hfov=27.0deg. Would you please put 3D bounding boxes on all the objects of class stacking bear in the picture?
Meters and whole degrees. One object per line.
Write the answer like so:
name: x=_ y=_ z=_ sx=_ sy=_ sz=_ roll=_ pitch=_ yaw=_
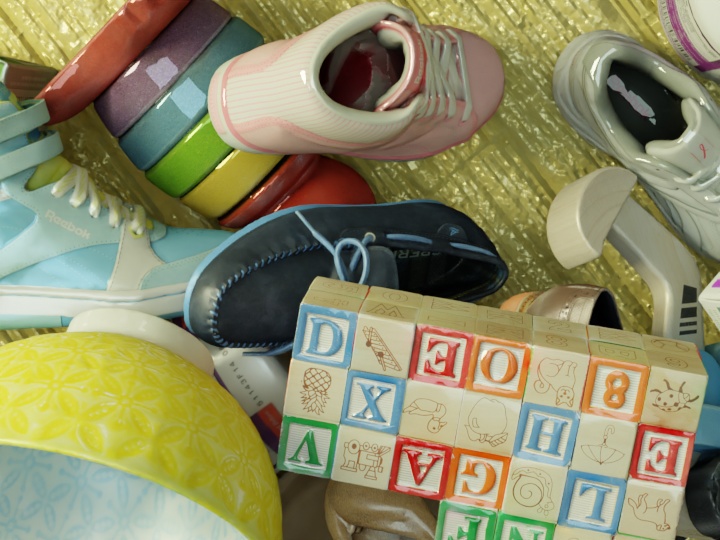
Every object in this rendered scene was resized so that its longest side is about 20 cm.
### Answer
stacking bear: x=-0.071 y=-0.073 z=0.865 sx=0.121 sy=0.114 sz=0.200 roll=-39 pitch=104 yaw=27

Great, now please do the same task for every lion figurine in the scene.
lion figurine: x=0.030 y=0.100 z=0.834 sx=0.122 sy=0.200 sz=0.073 roll=34 pitch=137 yaw=5

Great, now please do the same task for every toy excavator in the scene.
toy excavator: x=0.190 y=0.057 z=0.861 sx=0.192 sy=0.100 sz=0.202 roll=13 pitch=72 yaw=-22

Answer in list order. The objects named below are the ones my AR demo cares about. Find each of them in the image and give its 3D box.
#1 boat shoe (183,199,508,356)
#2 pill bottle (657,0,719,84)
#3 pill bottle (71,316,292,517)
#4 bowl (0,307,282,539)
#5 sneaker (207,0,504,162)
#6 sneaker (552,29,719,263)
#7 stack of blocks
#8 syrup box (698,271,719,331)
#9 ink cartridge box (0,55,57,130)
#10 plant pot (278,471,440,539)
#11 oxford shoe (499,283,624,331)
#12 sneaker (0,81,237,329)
boat shoe: x=0.000 y=0.000 z=0.814 sx=0.199 sy=0.068 sz=0.085 roll=-20 pitch=129 yaw=-33
pill bottle: x=0.222 y=-0.155 z=0.789 sx=0.111 sy=0.200 sz=0.114 roll=0 pitch=95 yaw=4
pill bottle: x=-0.122 y=0.102 z=0.881 sx=0.199 sy=0.111 sz=0.112 roll=-35 pitch=92 yaw=6
bowl: x=-0.124 y=0.085 z=0.754 sx=0.198 sy=0.201 sz=0.109 roll=13 pitch=59 yaw=3
sneaker: x=0.025 y=-0.101 z=0.811 sx=0.199 sy=0.104 sz=0.076 roll=-10 pitch=90 yaw=-38
sneaker: x=0.192 y=-0.060 z=0.850 sx=0.199 sy=0.099 sz=0.078 roll=36 pitch=97 yaw=0
stack of blocks: x=0.062 y=0.081 z=0.747 sx=0.198 sy=0.059 sz=0.117 roll=11 pitch=104 yaw=4
syrup box: x=0.282 y=-0.020 z=0.811 sx=0.200 sy=0.081 sz=0.079 roll=-44 pitch=106 yaw=-20
ink cartridge box: x=-0.235 y=-0.028 z=0.881 sx=0.059 sy=0.104 sz=0.202 roll=12 pitch=96 yaw=3
plant pot: x=0.030 y=0.196 z=0.869 sx=0.198 sy=0.202 sz=0.093 roll=5 pitch=139 yaw=3
oxford shoe: x=0.132 y=0.105 z=0.799 sx=0.073 sy=0.071 sz=0.202 roll=-17 pitch=94 yaw=48
sneaker: x=-0.153 y=-0.040 z=0.800 sx=0.198 sy=0.080 sz=0.132 roll=-3 pitch=101 yaw=-14
